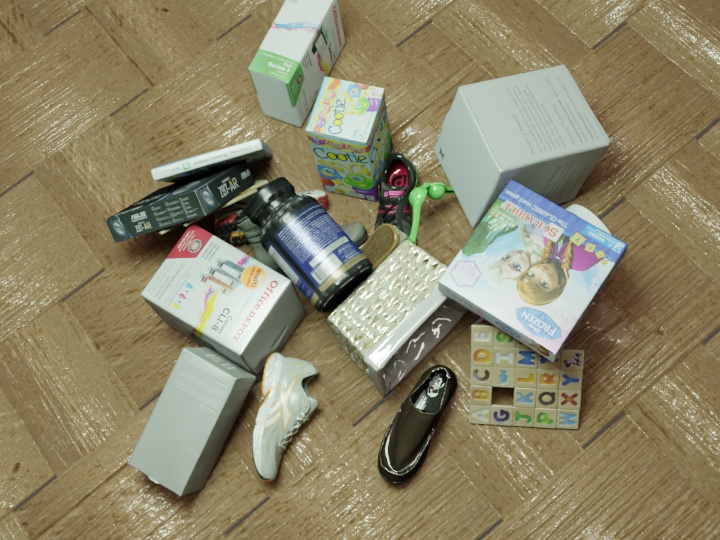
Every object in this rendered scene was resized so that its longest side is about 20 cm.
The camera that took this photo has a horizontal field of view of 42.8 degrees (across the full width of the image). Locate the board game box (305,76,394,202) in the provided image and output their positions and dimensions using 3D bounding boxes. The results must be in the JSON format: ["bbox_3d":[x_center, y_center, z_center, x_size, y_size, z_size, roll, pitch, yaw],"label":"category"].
[{"bbox_3d":[-0.013,-0.212,1.517,0.102,0.200,0.106,14,70,13],"label":"board game box"}]

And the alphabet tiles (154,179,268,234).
[{"bbox_3d":[-0.255,-0.107,1.527,0.199,0.166,0.006,-29,106,-21],"label":"alphabet tiles"}]

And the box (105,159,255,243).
[{"bbox_3d":[-0.294,-0.113,1.505,0.199,0.160,0.044,-13,107,30],"label":"box"}]

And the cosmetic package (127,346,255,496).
[{"bbox_3d":[-0.256,0.228,1.399,0.106,0.090,0.201,28,95,16],"label":"cosmetic package"}]

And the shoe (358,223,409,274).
[{"bbox_3d":[0.000,0.000,1.481,0.200,0.053,0.070,-39,65,25],"label":"shoe"}]

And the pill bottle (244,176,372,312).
[{"bbox_3d":[-0.083,-0.043,1.412,0.112,0.112,0.200,-40,81,-10],"label":"pill bottle"}]

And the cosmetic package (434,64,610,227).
[{"bbox_3d":[0.252,-0.199,1.472,0.198,0.168,0.167,-15,66,-18],"label":"cosmetic package"}]

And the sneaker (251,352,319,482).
[{"bbox_3d":[-0.112,0.227,1.419,0.091,0.076,0.202,6,69,5],"label":"sneaker"}]

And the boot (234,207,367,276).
[{"bbox_3d":[-0.097,-0.072,1.503,0.199,0.131,0.068,-21,23,-1],"label":"boot"}]

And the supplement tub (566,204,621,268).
[{"bbox_3d":[0.287,0.005,1.420,0.199,0.145,0.145,-36,68,-8],"label":"supplement tub"}]

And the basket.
[{"bbox_3d":[0.057,0.070,1.428,0.123,0.136,0.200,40,76,22],"label":"basket"}]

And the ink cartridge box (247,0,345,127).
[{"bbox_3d":[-0.109,-0.383,1.629,0.083,0.145,0.201,20,71,14],"label":"ink cartridge box"}]

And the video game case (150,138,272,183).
[{"bbox_3d":[-0.244,-0.182,1.542,0.181,0.200,0.022,-16,95,0],"label":"video game case"}]

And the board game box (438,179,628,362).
[{"bbox_3d":[0.248,-0.003,1.326,0.199,0.041,0.200,31,74,19],"label":"board game box"}]

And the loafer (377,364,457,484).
[{"bbox_3d":[0.082,0.225,1.393,0.073,0.071,0.201,22,72,15],"label":"loafer"}]

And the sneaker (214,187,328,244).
[{"bbox_3d":[-0.153,-0.111,1.560,0.198,0.078,0.083,-10,54,-4],"label":"sneaker"}]

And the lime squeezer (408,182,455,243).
[{"bbox_3d":[0.123,-0.115,1.496,0.071,0.038,0.200,40,45,17],"label":"lime squeezer"}]

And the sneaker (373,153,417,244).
[{"bbox_3d":[0.053,-0.104,1.524,0.076,0.084,0.202,-4,67,15],"label":"sneaker"}]

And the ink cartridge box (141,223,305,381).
[{"bbox_3d":[-0.212,0.053,1.462,0.199,0.145,0.146,29,73,16],"label":"ink cartridge box"}]

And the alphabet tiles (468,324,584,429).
[{"bbox_3d":[0.247,0.145,1.366,0.166,0.202,0.008,2,23,8],"label":"alphabet tiles"}]
